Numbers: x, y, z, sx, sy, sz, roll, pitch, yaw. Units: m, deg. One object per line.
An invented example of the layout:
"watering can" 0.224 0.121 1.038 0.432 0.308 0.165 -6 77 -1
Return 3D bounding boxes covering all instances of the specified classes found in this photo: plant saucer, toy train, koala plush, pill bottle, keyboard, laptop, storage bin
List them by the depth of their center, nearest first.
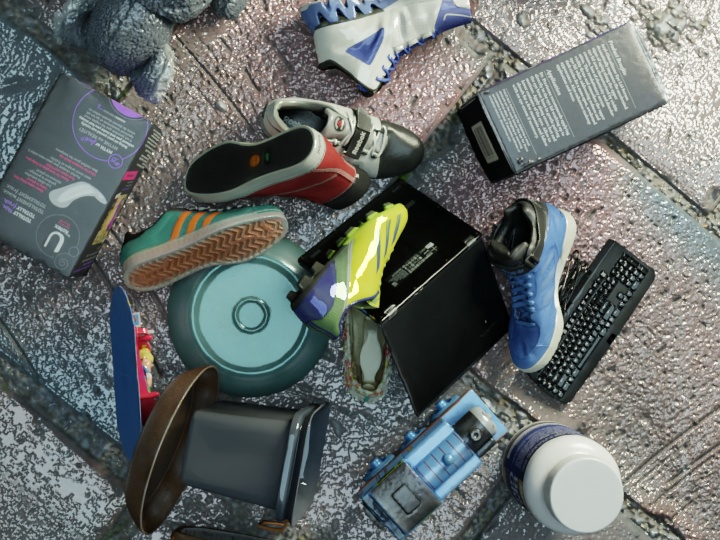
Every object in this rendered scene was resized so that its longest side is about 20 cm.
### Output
"plant saucer" -0.214 0.195 1.393 0.034 0.200 0.201 21 89 9
"koala plush" -0.243 -0.305 1.406 0.177 0.184 0.200 36 99 -4
"storage bin" -0.119 0.213 1.409 0.134 0.200 0.146 10 90 6
"pill bottle" 0.233 0.239 1.426 0.111 0.200 0.111 0 90 -5
"toy train" 0.084 0.225 1.456 0.200 0.114 0.087 -41 94 -3
"laptop" 0.057 0.027 1.460 0.200 0.116 0.187 36 54 21
"plant saucer" -0.130 0.052 1.476 0.199 0.036 0.201 0 90 -4
"keyboard" 0.270 0.057 1.508 0.104 0.040 0.200 34 87 -5

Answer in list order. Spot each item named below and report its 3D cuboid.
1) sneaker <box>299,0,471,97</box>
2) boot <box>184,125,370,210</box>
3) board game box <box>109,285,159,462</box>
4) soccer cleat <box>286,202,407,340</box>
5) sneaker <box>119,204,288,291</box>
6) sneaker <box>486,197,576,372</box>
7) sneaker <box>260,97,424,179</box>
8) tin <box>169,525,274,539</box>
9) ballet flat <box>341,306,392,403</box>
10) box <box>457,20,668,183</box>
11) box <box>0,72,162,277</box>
"sneaker" 0.033 -0.266 1.471 0.199 0.081 0.116 -6 95 2
"boot" -0.095 -0.099 1.461 0.200 0.144 0.073 -9 66 30
"board game box" -0.249 0.116 1.413 0.039 0.158 0.201 -5 91 -21
"soccer cleat" -0.001 0.001 1.370 0.084 0.065 0.200 44 52 -2
"sneaker" -0.185 -0.046 1.442 0.199 0.071 0.080 -18 52 -1
"sneaker" 0.188 0.014 1.459 0.111 0.077 0.201 17 85 -44
"sneaker" -0.019 -0.156 1.458 0.199 0.089 0.074 12 88 -6
"tin" -0.124 0.332 1.441 0.199 0.112 0.042 12 89 -5
"ballet flat" 0.014 0.059 1.474 0.075 0.064 0.201 -3 90 -4
"box" 0.231 -0.192 1.449 0.200 0.148 0.105 -26 92 -5
"box" -0.328 -0.106 1.422 0.122 0.106 0.200 29 89 -3
